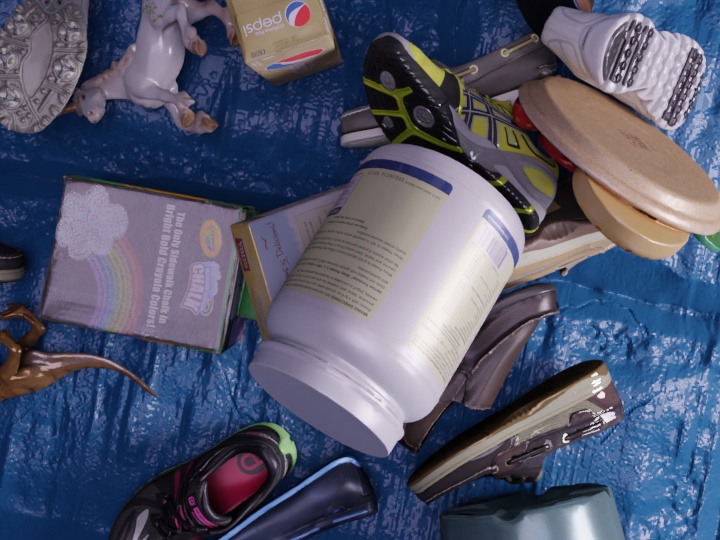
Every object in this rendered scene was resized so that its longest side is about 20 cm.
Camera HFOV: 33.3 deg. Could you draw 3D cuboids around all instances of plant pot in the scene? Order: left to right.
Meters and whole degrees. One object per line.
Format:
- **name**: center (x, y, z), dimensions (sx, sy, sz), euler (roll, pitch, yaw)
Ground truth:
- **plant pot**: center (0.155, 0.288, 1.004), dimensions (0.198, 0.200, 0.198), euler (-9, 85, 3)

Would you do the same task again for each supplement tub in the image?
- **supplement tub**: center (0.019, 0.022, 0.906), dimensions (0.144, 0.145, 0.201), euler (33, 72, 0)

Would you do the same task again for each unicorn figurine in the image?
- **unicorn figurine**: center (-0.176, -0.176, 1.027), dimensions (0.137, 0.074, 0.201), euler (36, 101, 30)

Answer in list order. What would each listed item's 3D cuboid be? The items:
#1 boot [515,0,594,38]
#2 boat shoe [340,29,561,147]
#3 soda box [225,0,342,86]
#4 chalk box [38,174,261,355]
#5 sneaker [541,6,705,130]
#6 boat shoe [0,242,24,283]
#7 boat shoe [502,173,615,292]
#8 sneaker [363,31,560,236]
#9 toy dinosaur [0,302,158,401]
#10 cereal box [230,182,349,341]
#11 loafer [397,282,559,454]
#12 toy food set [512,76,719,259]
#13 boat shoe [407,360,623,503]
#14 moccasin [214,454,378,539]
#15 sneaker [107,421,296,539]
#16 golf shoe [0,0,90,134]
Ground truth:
- **boot**: center (0.150, -0.291, 0.980), dimensions (0.074, 0.201, 0.097), euler (6, 51, 34)
- **boat shoe**: center (0.073, -0.154, 1.037), dimensions (0.200, 0.072, 0.061), euler (-16, 92, -4)
- **soda box**: center (-0.059, -0.197, 0.973), dimensions (0.067, 0.200, 0.065), euler (-18, 92, 3)
- **chalk box**: center (-0.152, -0.003, 1.027), dimensions (0.198, 0.124, 0.126), euler (11, 92, 1)
- **sneaker**: center (0.220, -0.171, 0.988), dimensions (0.081, 0.199, 0.076), euler (28, 97, 38)
- **boat shoe**: center (-0.388, -0.040, 1.059), dimensions (0.199, 0.072, 0.067), euler (15, 98, 6)
- **boat shoe**: center (0.176, -0.031, 1.045), dimensions (0.198, 0.076, 0.072), euler (-17, 49, -11)
- **sneaker**: center (0.081, -0.118, 0.981), dimensions (0.200, 0.075, 0.077), euler (47, 58, -13)
- **toy dinosaur**: center (-0.289, 0.085, 1.078), dimensions (0.198, 0.061, 0.107), euler (-18, 116, 8)
- **cereal box**: center (0.000, 0.000, 1.004), dimensions (0.199, 0.039, 0.145), euler (-21, 101, -31)
- **loafer**: center (0.099, 0.086, 1.045), dimensions (0.200, 0.073, 0.072), euler (-40, 78, 13)
- **toy food set**: center (0.206, -0.084, 0.956), dimensions (0.200, 0.197, 0.049), euler (48, 119, 28)
- **boat shoe**: center (0.138, 0.153, 1.042), dimensions (0.200, 0.072, 0.066), euler (-32, 90, -1)
- **moccasin**: center (-0.075, 0.240, 1.055), dimensions (0.199, 0.080, 0.068), euler (-34, 85, 4)
- **sneaker**: center (-0.147, 0.203, 1.055), dimensions (0.200, 0.084, 0.077), euler (-39, 89, 4)
- **golf shoe**: center (-0.261, -0.209, 1.030), dimensions (0.078, 0.097, 0.202), euler (12, 85, -3)
